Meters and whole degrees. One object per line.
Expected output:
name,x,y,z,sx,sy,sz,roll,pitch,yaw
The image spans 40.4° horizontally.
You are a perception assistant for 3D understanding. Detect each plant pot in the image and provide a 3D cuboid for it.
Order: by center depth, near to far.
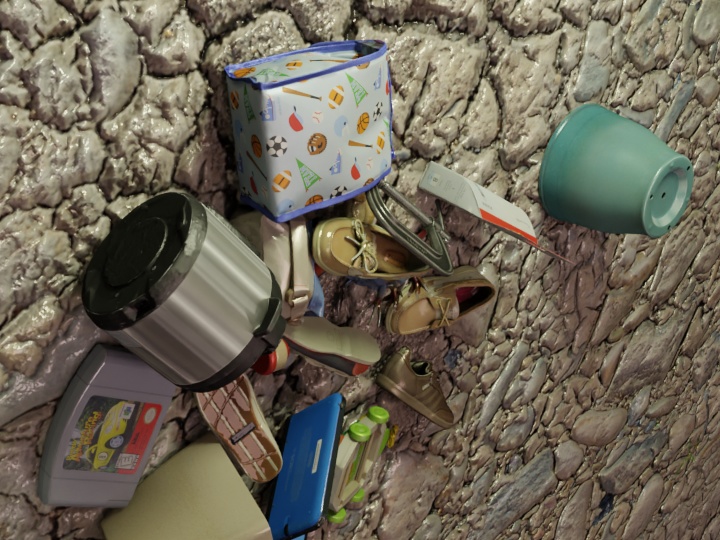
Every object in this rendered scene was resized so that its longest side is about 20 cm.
plant pot,-0.215,0.364,1.237,0.175,0.200,0.202,-22,126,-20
plant pot,0.422,-0.148,1.576,0.198,0.187,0.203,-21,124,-35

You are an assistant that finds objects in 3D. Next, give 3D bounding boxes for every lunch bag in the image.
lunch bag,-0.049,-0.173,1.157,0.198,0.124,0.172,-21,123,-27

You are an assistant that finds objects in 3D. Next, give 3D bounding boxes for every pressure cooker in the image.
pressure cooker,-0.186,0.035,1.084,0.178,0.176,0.200,-39,127,6

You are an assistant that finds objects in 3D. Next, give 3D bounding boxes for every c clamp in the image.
c clamp,0.062,-0.070,1.279,0.027,0.172,0.199,-34,137,22

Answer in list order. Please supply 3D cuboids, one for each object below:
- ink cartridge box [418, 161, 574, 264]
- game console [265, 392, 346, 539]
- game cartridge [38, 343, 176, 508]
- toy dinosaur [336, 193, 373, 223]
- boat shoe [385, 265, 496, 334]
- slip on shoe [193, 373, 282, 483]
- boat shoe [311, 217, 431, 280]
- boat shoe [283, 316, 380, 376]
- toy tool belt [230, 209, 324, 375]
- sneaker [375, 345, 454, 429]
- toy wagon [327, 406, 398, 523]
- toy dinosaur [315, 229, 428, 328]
ink cartridge box,0.200,-0.082,1.385,0.159,0.199,0.048,22,96,-47
game console,-0.058,0.299,1.334,0.118,0.170,0.202,37,42,-28
game cartridge,-0.303,0.190,1.164,0.132,0.041,0.202,17,99,-43
toy dinosaur,-0.011,-0.097,1.291,0.100,0.058,0.203,6,87,-51
boat shoe,0.125,0.048,1.479,0.199,0.066,0.075,-26,127,-32
slip on shoe,-0.165,0.186,1.282,0.076,0.061,0.202,-33,113,-11
boat shoe,0.016,-0.026,1.232,0.199,0.062,0.075,7,87,-52
boat shoe,-0.062,0.096,1.327,0.199,0.072,0.062,24,137,-37
toy tool belt,-0.089,0.018,1.211,0.122,0.124,0.203,-14,101,-47
sneaker,0.103,0.186,1.528,0.076,0.070,0.200,-57,138,-5
toy wagon,0.001,0.281,1.473,0.200,0.039,0.157,-30,140,-62
toy dinosaur,0.000,0.000,1.356,0.181,0.104,0.203,32,54,-38
